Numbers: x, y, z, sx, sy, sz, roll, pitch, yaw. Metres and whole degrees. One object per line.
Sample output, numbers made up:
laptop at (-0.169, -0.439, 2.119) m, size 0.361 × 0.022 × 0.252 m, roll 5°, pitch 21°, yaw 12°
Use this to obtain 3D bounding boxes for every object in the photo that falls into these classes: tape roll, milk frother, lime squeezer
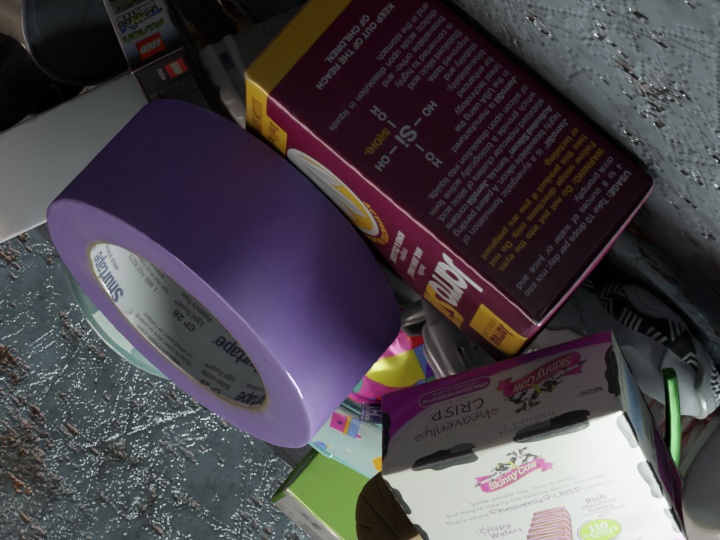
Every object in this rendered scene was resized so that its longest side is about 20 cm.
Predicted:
tape roll at (-0.206, -0.077, 1.373) m, size 0.066 × 0.199 × 0.200 m, roll 64°, pitch 165°, yaw -6°
tape roll at (-0.079, 0.003, 1.146) m, size 0.199 × 0.085 × 0.200 m, roll 35°, pitch 159°, yaw 15°
milk frother at (-0.211, -0.180, 1.399) m, size 0.199 × 0.182 × 0.188 m, roll 8°, pitch -162°, yaw -46°
lime squeezer at (0.160, 0.137, 1.190) m, size 0.070 × 0.201 × 0.038 m, roll 23°, pitch -148°, yaw -10°

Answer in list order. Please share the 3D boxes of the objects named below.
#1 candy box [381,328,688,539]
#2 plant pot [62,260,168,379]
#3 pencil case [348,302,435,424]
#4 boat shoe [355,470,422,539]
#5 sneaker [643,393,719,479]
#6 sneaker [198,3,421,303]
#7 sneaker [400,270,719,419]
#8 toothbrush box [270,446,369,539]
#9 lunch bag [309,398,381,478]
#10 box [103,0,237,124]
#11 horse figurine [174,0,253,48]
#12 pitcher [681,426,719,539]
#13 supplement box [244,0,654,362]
candy box at (0.109, 0.132, 1.109) m, size 0.061 × 0.136 × 0.200 m, roll -91°, pitch -22°, yaw -45°
plant pot at (-0.108, -0.031, 1.513) m, size 0.200 × 0.201 × 0.134 m, roll 44°, pitch 141°, yaw -10°
pencil case at (0.000, 0.000, 1.293) m, size 0.088 × 0.088 × 0.201 m, roll 56°, pitch -171°, yaw -50°
boat shoe at (0.078, 0.131, 1.229) m, size 0.066 × 0.072 × 0.200 m, roll 8°, pitch 153°, yaw -39°
sneaker at (0.182, 0.102, 1.250) m, size 0.104 × 0.076 × 0.200 m, roll 39°, pitch 174°, yaw -13°
sneaker at (-0.013, -0.072, 1.165) m, size 0.201 × 0.082 × 0.075 m, roll 55°, pitch -179°, yaw 13°
sneaker at (0.110, 0.044, 1.183) m, size 0.200 × 0.115 × 0.075 m, roll 40°, pitch 169°, yaw 9°
toothbrush box at (0.030, 0.123, 1.522) m, size 0.086 × 0.200 × 0.146 m, roll 42°, pitch 169°, yaw 1°
lunch bag at (0.019, 0.055, 1.385) m, size 0.199 × 0.161 × 0.077 m, roll 33°, pitch 146°, yaw -5°
box at (-0.103, -0.101, 1.232) m, size 0.200 × 0.035 × 0.110 m, roll 63°, pitch -178°, yaw -50°
horse figurine at (-0.077, -0.124, 1.355) m, size 0.133 × 0.050 × 0.200 m, roll 46°, pitch 167°, yaw 9°
pitcher at (0.252, 0.167, 1.109) m, size 0.200 × 0.122 × 0.171 m, roll 40°, pitch 145°, yaw -25°
supplement box at (0.041, -0.058, 1.066) m, size 0.200 × 0.103 × 0.131 m, roll 40°, pitch 167°, yaw 6°
